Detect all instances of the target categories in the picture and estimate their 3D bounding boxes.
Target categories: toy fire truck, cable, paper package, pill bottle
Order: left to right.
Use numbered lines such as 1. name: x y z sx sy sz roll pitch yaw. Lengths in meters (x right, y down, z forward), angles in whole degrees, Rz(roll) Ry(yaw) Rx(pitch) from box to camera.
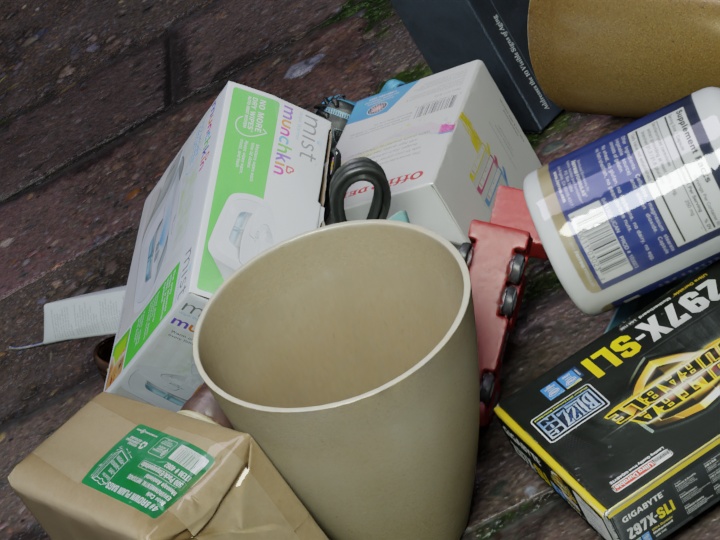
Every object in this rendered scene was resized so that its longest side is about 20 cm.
1. paper package: -0.115 0.189 1.455 0.104 0.191 0.200 -47 31 -21
2. cable: 0.000 0.000 1.631 0.097 0.201 0.050 -14 32 8
3. toy fire truck: 0.099 0.025 1.603 0.048 0.141 0.201 12 79 12
4. pill bottle: 0.222 -0.057 1.472 0.199 0.111 0.111 -25 27 12

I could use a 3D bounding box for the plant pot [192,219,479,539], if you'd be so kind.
1. plant pot: 0.005 0.102 1.442 0.186 0.201 0.188 -11 38 9

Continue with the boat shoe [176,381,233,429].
1. boat shoe: -0.104 0.125 1.579 0.072 0.200 0.072 22 70 10

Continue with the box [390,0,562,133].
1. box: 0.144 -0.262 1.922 0.197 0.201 0.124 -44 27 -23

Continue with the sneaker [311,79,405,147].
1. sneaker: -0.039 -0.117 1.939 0.199 0.082 0.073 -16 21 -19

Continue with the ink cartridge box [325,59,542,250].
1. ink cartridge box: 0.051 -0.052 1.753 0.128 0.126 0.200 -15 32 31

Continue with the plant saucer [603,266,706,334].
1. plant saucer: 0.194 0.067 1.520 0.070 0.019 0.200 -9 34 38

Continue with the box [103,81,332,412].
1. box: -0.106 -0.006 1.632 0.177 0.096 0.201 -48 27 50

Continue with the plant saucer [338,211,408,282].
1. plant saucer: 0.027 0.031 1.573 0.070 0.200 0.019 -36 57 -8

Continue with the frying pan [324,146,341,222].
1. frying pan: -0.037 0.003 1.682 0.031 0.115 0.190 -18 -21 -33

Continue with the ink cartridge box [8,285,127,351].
1. ink cartridge box: -0.170 0.026 1.846 0.199 0.041 0.199 -10 1 37

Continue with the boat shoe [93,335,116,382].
1. boat shoe: -0.143 0.079 1.805 0.199 0.071 0.071 -11 35 35

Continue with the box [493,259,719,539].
1. box: 0.209 0.086 1.412 0.199 0.050 0.160 -32 30 -8

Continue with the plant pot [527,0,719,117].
1. plant pot: 0.268 -0.199 1.736 0.199 0.187 0.186 20 56 41
